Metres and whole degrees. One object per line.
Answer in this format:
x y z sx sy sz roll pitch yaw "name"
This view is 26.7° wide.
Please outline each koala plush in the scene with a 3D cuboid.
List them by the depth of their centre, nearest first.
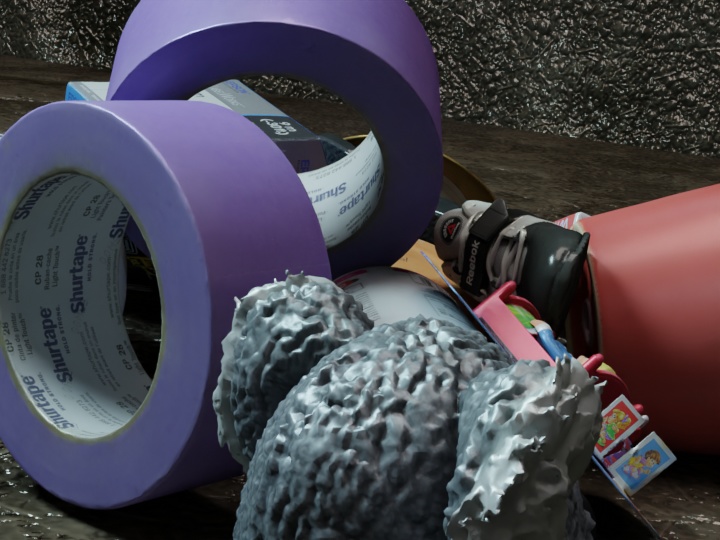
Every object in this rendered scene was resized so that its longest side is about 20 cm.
0.009 0.106 0.421 0.182 0.202 0.177 -1 14 -30 "koala plush"

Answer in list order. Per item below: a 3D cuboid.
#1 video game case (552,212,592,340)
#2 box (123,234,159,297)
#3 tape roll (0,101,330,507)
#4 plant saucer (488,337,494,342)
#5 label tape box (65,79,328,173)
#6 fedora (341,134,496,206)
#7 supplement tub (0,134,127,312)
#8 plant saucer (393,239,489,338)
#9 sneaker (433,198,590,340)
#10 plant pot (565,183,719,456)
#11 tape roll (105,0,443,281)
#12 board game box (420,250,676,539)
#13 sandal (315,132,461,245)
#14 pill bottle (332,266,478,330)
0.163 0.010 1.136 0.142 0.018 0.200 23 -20 -21 "video game case"
-0.131 -0.026 1.199 0.198 0.050 0.160 6 -26 2 "box"
-0.114 0.014 0.780 0.199 0.202 0.085 15 14 40 "tape roll"
0.036 0.036 1.082 0.198 0.048 0.200 12 15 -6 "plant saucer"
-0.092 -0.086 1.067 0.199 0.064 0.144 -4 24 -29 "label tape box"
0.027 -0.022 1.249 0.199 0.201 0.082 9 53 17 "fedora"
-0.236 -0.009 1.014 0.143 0.146 0.200 1 12 -22 "supplement tub"
0.000 0.000 1.026 0.199 0.033 0.200 13 15 -4 "plant saucer"
0.087 -0.004 0.940 0.088 0.075 0.200 20 2 -4 "sneaker"
0.227 0.031 0.971 0.176 0.202 0.200 -4 11 0 "plant pot"
-0.051 -0.083 0.892 0.198 0.201 0.085 5 41 -5 "tape roll"
0.110 0.055 0.810 0.200 0.039 0.158 51 2 8 "board game box"
0.037 -0.047 1.142 0.199 0.076 0.045 31 49 32 "sandal"
0.023 0.071 0.823 0.112 0.114 0.200 4 11 -7 "pill bottle"
